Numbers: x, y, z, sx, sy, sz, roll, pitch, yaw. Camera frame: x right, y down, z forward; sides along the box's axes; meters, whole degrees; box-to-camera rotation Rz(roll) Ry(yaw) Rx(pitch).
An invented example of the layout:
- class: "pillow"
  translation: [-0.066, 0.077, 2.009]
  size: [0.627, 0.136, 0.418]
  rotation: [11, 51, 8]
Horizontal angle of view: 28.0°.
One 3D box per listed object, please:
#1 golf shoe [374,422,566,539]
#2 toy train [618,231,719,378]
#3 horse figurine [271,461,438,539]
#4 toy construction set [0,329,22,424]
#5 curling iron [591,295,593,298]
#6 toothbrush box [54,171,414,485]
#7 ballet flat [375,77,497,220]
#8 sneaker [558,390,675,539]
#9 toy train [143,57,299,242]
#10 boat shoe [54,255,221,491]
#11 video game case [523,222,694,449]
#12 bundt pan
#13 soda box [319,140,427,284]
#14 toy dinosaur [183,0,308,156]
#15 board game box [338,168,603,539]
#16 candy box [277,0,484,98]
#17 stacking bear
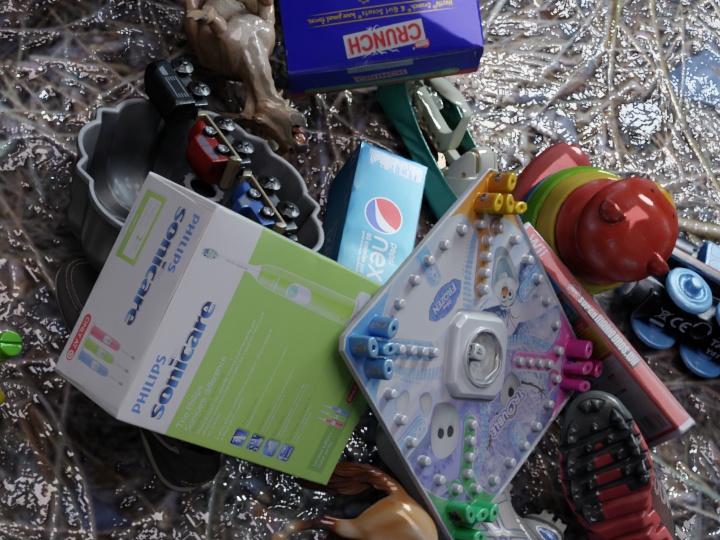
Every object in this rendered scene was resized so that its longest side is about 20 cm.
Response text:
- class: "golf shoe"
  translation: [0.078, 0.196, 1.094]
  size: [0.200, 0.078, 0.097]
  rotation: [40, 60, 1]
- class: "toy train"
  translation: [0.326, 0.035, 1.294]
  size: [0.199, 0.087, 0.115]
  rotation: [27, 46, -7]
- class: "horse figurine"
  translation: [0.020, 0.217, 1.025]
  size: [0.132, 0.050, 0.201]
  rotation: [-22, 92, 4]
- class: "toy construction set"
  translation: [-0.311, 0.075, 0.962]
  size: [0.200, 0.092, 0.132]
  rotation: [-41, 110, -28]
- class: "curling iron"
  translation: [0.207, 0.014, 1.277]
  size: [0.049, 0.026, 0.201]
  rotation: [-7, 61, 4]
- class: "toothbrush box"
  translation: [-0.079, 0.043, 0.969]
  size: [0.200, 0.086, 0.146]
  rotation: [25, 91, -46]
- class: "ballet flat"
  translation: [0.079, -0.104, 1.256]
  size: [0.067, 0.070, 0.201]
  rotation: [-18, 73, -36]
- class: "sneaker"
  translation: [0.199, 0.170, 1.123]
  size: [0.098, 0.070, 0.201]
  rotation: [-84, 154, -64]
- class: "toy train"
  translation: [-0.108, -0.088, 1.080]
  size: [0.046, 0.034, 0.200]
  rotation: [-11, 54, -41]
- class: "boat shoe"
  translation: [-0.157, 0.066, 1.060]
  size: [0.067, 0.057, 0.201]
  rotation: [-24, 76, -33]
- class: "video game case"
  translation: [0.177, 0.061, 1.171]
  size: [0.017, 0.143, 0.200]
  rotation: [-37, 83, -15]
- class: "bundt pan"
  translation: [-0.132, -0.036, 1.093]
  size: [0.201, 0.076, 0.202]
  rotation: [21, 36, -16]
- class: "soda box"
  translation: [0.000, 0.000, 1.164]
  size: [0.064, 0.068, 0.201]
  rotation: [21, 57, -14]
- class: "toy dinosaur"
  translation: [-0.110, -0.186, 1.196]
  size: [0.085, 0.136, 0.200]
  rotation: [-11, 42, -14]
- class: "board game box"
  translation: [0.089, 0.063, 1.040]
  size: [0.200, 0.026, 0.201]
  rotation: [-48, 123, -33]
- class: "candy box"
  translation: [0.009, -0.261, 1.230]
  size: [0.168, 0.077, 0.201]
  rotation: [-7, 79, 1]
- class: "stacking bear"
  translation: [0.190, -0.034, 1.160]
  size: [0.114, 0.200, 0.122]
  rotation: [-38, 99, -7]
